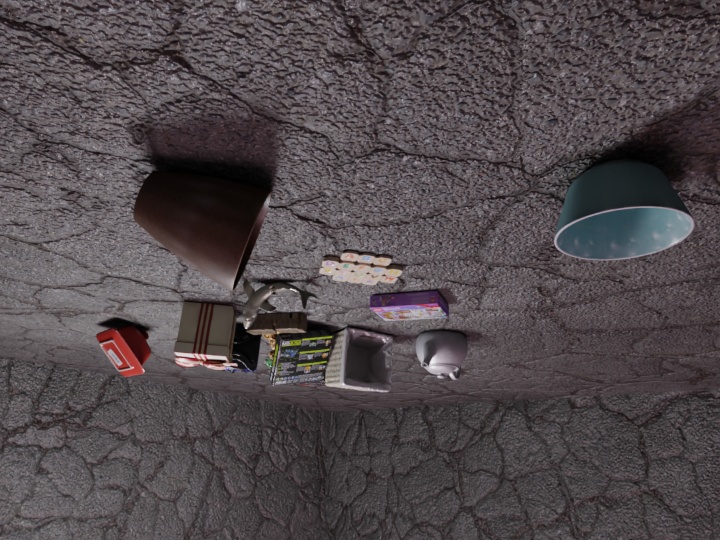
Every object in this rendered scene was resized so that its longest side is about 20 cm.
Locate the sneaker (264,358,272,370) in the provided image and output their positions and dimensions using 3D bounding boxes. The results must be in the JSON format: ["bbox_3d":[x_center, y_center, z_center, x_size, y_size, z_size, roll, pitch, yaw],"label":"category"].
[{"bbox_3d":[-0.393,0.418,2.399,0.087,0.078,0.201,11,157,4],"label":"sneaker"}]

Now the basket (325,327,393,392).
[{"bbox_3d":[-0.006,0.324,1.904,0.195,0.204,0.160,14,159,-27],"label":"basket"}]

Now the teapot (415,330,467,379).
[{"bbox_3d":[0.284,0.301,1.869,0.196,0.149,0.198,6,160,-8],"label":"teapot"}]

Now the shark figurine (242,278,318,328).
[{"bbox_3d":[-0.233,0.063,1.471,0.211,0.130,0.089,-18,-178,7],"label":"shark figurine"}]

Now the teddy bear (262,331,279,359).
[{"bbox_3d":[-0.264,0.270,1.886,0.142,0.067,0.203,-10,123,5],"label":"teddy bear"}]

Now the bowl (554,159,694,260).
[{"bbox_3d":[0.410,-0.101,0.857,0.197,0.107,0.201,4,159,1],"label":"bowl"}]

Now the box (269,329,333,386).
[{"bbox_3d":[-0.204,0.300,1.853,0.197,0.196,0.048,-2,-153,-29],"label":"box"}]

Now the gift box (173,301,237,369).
[{"bbox_3d":[-0.485,0.223,1.733,0.181,0.190,0.201,4,158,-1],"label":"gift box"}]

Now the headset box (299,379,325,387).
[{"bbox_3d":[-0.172,0.376,2.137,0.076,0.151,0.199,16,156,-30],"label":"headset box"}]

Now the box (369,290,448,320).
[{"bbox_3d":[0.140,0.103,1.526,0.197,0.040,0.137,-5,158,22],"label":"box"}]

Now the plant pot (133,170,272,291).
[{"bbox_3d":[-0.279,-0.089,0.934,0.197,0.190,0.187,22,156,-8],"label":"plant pot"}]

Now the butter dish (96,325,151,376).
[{"bbox_3d":[-0.862,0.279,2.022,0.198,0.148,0.202,-16,110,41],"label":"butter dish"}]

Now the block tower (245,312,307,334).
[{"bbox_3d":[-0.275,0.174,1.760,0.196,0.059,0.054,-6,157,19],"label":"block tower"}]

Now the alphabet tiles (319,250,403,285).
[{"bbox_3d":[0.000,0.000,1.317,0.196,0.015,0.196,8,158,-10],"label":"alphabet tiles"}]

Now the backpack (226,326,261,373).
[{"bbox_3d":[-0.470,0.285,1.928,0.197,0.166,0.168,9,162,-18],"label":"backpack"}]
